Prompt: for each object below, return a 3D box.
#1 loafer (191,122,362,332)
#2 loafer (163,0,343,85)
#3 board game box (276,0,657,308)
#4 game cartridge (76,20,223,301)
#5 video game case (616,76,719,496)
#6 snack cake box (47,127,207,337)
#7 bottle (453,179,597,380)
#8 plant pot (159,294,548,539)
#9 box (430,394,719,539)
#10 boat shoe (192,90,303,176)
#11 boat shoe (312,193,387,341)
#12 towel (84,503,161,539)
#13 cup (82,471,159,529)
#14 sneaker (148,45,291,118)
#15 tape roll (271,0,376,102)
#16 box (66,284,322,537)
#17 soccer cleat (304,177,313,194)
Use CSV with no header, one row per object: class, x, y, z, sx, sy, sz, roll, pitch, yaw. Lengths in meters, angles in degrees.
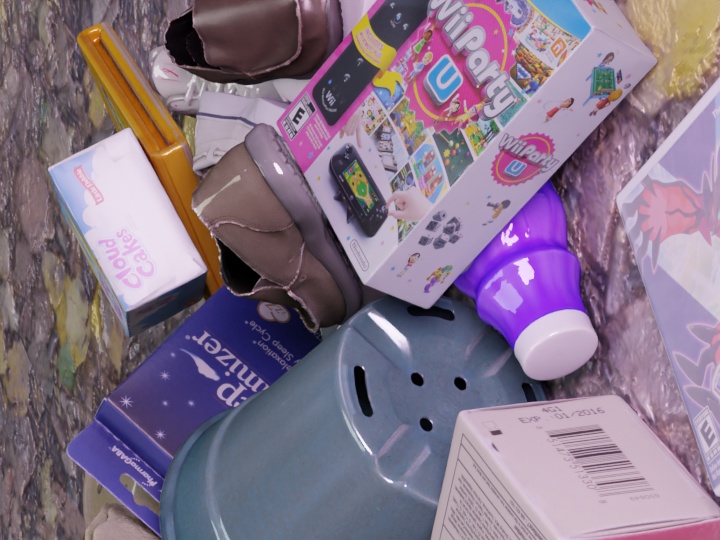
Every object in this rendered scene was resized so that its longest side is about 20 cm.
loafer,-0.053,-0.018,1.531,0.075,0.069,0.200,61,179,30
loafer,-0.070,-0.151,1.675,0.200,0.071,0.074,160,104,-64
board game box,0.055,-0.102,1.496,0.200,0.064,0.148,-48,47,21
game cartridge,-0.142,-0.062,1.952,0.177,0.032,0.201,55,167,47
video game case,0.205,-0.008,1.337,0.200,0.023,0.183,126,134,-54
snack cake box,-0.165,-0.024,1.889,0.116,0.067,0.200,63,173,4
bottle,0.080,-0.027,1.546,0.084,0.065,0.201,-61,41,42
plant pot,0.008,0.123,1.601,0.196,0.199,0.201,-47,51,46
box,0.109,0.188,1.470,0.128,0.108,0.201,51,138,49
boat shoe,-0.060,-0.074,1.707,0.200,0.071,0.070,16,92,62
boat shoe,0.000,0.000,1.666,0.062,0.072,0.201,54,158,33
towel,-0.090,0.218,1.675,0.037,0.199,0.148,-56,6,14
cup,-0.109,0.150,1.826,0.200,0.142,0.201,-43,40,50
sneaker,-0.094,-0.129,1.852,0.200,0.099,0.079,6,89,64
tape roll,-0.008,-0.205,1.699,0.202,0.070,0.204,19,111,62
box,-0.087,0.091,1.728,0.121,0.200,0.032,40,142,6
soccer cleat,-0.016,-0.065,1.752,0.200,0.067,0.082,16,103,56
